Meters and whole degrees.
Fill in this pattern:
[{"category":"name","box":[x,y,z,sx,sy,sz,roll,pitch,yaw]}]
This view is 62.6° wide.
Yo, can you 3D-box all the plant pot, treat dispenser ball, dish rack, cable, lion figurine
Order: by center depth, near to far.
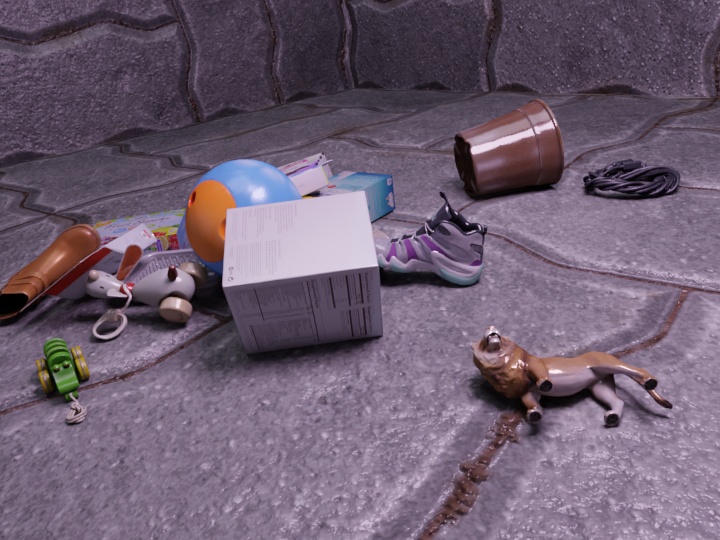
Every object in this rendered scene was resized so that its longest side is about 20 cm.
[{"category":"lion figurine","box":[0.230,0.118,0.669,0.198,0.073,0.123,8,16,-2]},{"category":"treat dispenser ball","box":[-0.189,-0.082,0.986,0.199,0.202,0.201,-6,24,3]},{"category":"dish rack","box":[-0.329,0.008,1.082,0.198,0.044,0.172,-4,25,5]},{"category":"cable","box":[0.588,-0.194,1.294,0.198,0.051,0.163,-10,29,-13]},{"category":"plant pot","box":[0.331,-0.267,1.360,0.197,0.202,0.200,-17,24,-4]}]

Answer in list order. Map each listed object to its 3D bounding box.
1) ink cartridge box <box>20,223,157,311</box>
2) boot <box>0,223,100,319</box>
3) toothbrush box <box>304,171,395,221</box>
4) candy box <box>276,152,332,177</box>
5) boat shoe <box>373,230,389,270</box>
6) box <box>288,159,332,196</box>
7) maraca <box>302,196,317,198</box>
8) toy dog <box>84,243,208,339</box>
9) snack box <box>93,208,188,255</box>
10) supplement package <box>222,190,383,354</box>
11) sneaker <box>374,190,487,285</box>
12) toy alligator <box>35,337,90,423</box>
[{"category":"ink cartridge box","box":[-0.460,0.004,1.022,0.162,0.050,0.200,-33,16,20]},{"category":"boot","box":[-0.564,0.003,1.052,0.199,0.077,0.155,-29,20,8]},{"category":"toothbrush box","box":[-0.039,-0.150,1.308,0.146,0.086,0.200,12,31,38]},{"category":"candy box","box":[-0.166,-0.213,1.458,0.166,0.072,0.200,-17,21,11]},{"category":"boat shoe","box":[0.000,0.000,1.012,0.067,0.057,0.200,35,37,4]},{"category":"box","box":[-0.147,-0.161,1.184,0.199,0.048,0.122,-23,10,-8]},{"category":"maraca","box":[-0.116,-0.064,1.117,0.137,0.107,0.200,27,59,29]},{"category":"toy dog","box":[-0.345,0.019,0.935,0.198,0.097,0.133,-12,53,-6]},{"category":"snack box","box":[-0.470,-0.063,1.251,0.198,0.068,0.169,-8,24,-5]},{"category":"supplement package","box":[-0.077,0.004,0.837,0.198,0.151,0.153,-8,47,-1]},{"category":"sneaker","box":[0.108,-0.065,0.963,0.198,0.141,0.078,10,28,7]},{"category":"toy alligator","box":[-0.403,0.135,0.801,0.059,0.055,0.200,-20,27,-27]}]
